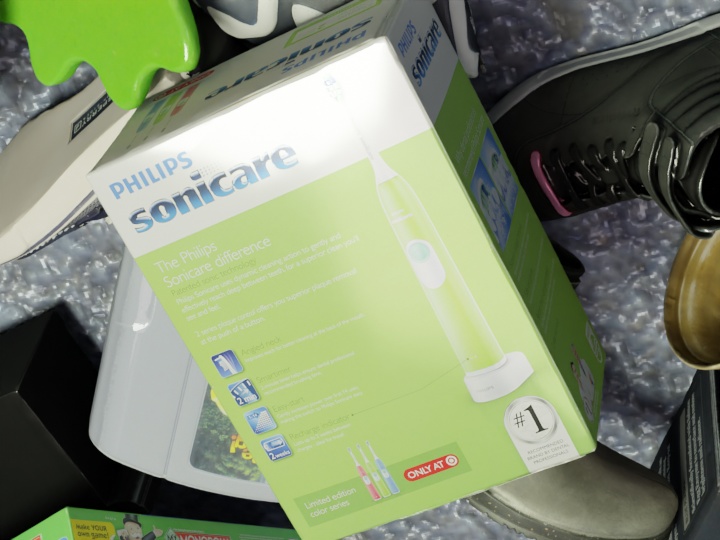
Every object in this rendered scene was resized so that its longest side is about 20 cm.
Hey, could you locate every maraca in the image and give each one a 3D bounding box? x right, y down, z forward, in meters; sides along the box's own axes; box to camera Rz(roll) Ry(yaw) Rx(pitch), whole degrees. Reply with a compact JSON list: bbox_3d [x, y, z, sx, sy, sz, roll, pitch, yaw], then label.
[{"bbox_3d":[-0.109,-0.171,0.743,0.136,0.107,0.202,19,114,29],"label":"maraca"}]

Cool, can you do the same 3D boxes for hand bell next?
[{"bbox_3d":[0.257,0.038,0.863,0.199,0.105,0.104,26,124,-23],"label":"hand bell"}]

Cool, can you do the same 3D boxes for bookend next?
[{"bbox_3d":[-0.237,0.067,0.942,0.197,0.092,0.201,-25,116,21],"label":"bookend"}]

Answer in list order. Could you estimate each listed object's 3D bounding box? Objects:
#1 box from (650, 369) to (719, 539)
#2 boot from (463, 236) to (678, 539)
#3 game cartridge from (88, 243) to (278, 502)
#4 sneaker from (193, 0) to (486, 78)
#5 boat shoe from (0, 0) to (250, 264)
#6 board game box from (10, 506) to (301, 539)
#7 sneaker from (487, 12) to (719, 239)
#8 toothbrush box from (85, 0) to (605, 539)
[{"bbox_3d":[0.241,0.173,0.926,0.195,0.118,0.201,16,126,-3],"label":"box"},{"bbox_3d":[0.080,0.050,0.841,0.198,0.068,0.132,22,114,-1],"label":"boot"},{"bbox_3d":[-0.035,0.056,0.903,0.198,0.041,0.134,8,120,-14],"label":"game cartridge"},{"bbox_3d":[0.031,-0.148,0.767,0.129,0.080,0.199,38,116,-23],"label":"sneaker"},{"bbox_3d":[-0.109,-0.045,0.862,0.092,0.075,0.199,29,136,-32],"label":"boat shoe"},{"bbox_3d":[-0.130,0.175,0.963,0.134,0.029,0.199,-32,152,28],"label":"board game box"},{"bbox_3d":[0.123,-0.051,0.803,0.198,0.100,0.071,-22,120,23],"label":"sneaker"},{"bbox_3d":[0.000,0.000,0.756,0.144,0.086,0.201,-22,111,21],"label":"toothbrush box"}]
